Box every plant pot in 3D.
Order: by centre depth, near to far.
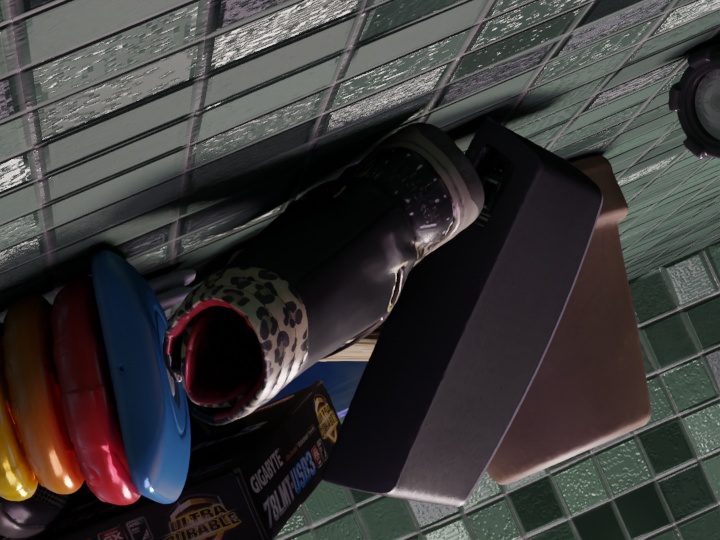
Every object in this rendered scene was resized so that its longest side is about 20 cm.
[{"bbox_3d":[0.105,0.043,1.794,0.200,0.175,0.200,-23,175,-2],"label":"plant pot"}]

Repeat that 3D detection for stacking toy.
[{"bbox_3d":[-0.184,0.069,1.256,0.199,0.116,0.110,-13,172,2],"label":"stacking toy"}]

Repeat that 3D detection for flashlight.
[{"bbox_3d":[0.253,-0.108,1.524,0.068,0.068,0.200,-30,172,40],"label":"flashlight"}]

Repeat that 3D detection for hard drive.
[{"bbox_3d":[0.058,0.029,1.402,0.200,0.042,0.135,-66,155,2],"label":"hard drive"}]

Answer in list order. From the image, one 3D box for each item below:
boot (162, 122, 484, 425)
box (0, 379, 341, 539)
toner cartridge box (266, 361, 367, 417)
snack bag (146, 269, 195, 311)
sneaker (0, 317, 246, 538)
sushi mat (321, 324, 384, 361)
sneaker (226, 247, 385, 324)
[{"bbox_3d":[-0.041,0.019,1.276,0.154,0.074,0.204,-39,178,-36],"label":"boot"},{"bbox_3d":[-0.119,0.134,1.449,0.200,0.050,0.199,-22,-174,16],"label":"box"},{"bbox_3d":[-0.005,0.032,1.624,0.200,0.095,0.043,-26,174,18],"label":"toner cartridge box"},{"bbox_3d":[-0.203,0.060,1.419,0.188,0.021,0.200,-21,174,-38],"label":"snack bag"},{"bbox_3d":[-0.129,0.075,1.398,0.114,0.076,0.199,-28,178,23],"label":"sneaker"},{"bbox_3d":[-0.040,0.041,1.493,0.199,0.012,0.096,-1,171,26],"label":"sushi mat"},{"bbox_3d":[0.000,0.000,1.505,0.075,0.077,0.200,-2,172,41],"label":"sneaker"}]
